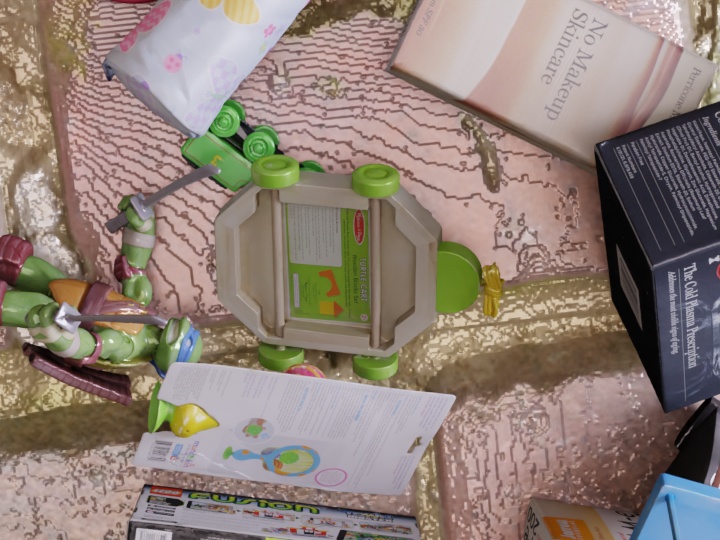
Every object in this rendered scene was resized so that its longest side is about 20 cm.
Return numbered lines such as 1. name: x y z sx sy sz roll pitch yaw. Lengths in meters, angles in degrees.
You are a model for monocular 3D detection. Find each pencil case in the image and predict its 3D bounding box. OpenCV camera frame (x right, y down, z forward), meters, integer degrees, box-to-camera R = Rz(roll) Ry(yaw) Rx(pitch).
1. pencil case: -0.080 -0.182 1.196 0.083 0.091 0.200 40 89 4

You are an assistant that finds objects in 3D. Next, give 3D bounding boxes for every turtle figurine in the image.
1. turtle figurine: -0.195 -0.007 1.190 0.193 0.200 0.144 12 66 3

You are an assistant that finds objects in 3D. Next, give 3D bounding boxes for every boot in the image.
1. boot: 0.296 0.176 1.191 0.200 0.188 0.069 38 98 7

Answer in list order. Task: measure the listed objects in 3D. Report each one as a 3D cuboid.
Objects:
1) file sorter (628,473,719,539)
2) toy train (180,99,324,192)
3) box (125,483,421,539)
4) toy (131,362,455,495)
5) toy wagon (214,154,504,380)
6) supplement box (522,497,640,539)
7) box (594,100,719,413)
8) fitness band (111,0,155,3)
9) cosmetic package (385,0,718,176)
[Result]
1. file sorter: 0.221 0.254 1.102 0.138 0.123 0.200 15 119 -7
2. toy train: -0.039 -0.045 1.244 0.200 0.042 0.056 38 103 -5
3. box: -0.058 0.187 1.229 0.199 0.110 0.035 7 95 -2
4. toy: -0.049 0.098 1.227 0.199 0.047 0.115 6 136 -20
5. toy wagon: 0.000 0.000 1.214 0.199 0.040 0.156 5 120 9
6. supplement box: 0.216 0.219 1.233 0.199 0.126 0.074 9 96 -3
7. box: 0.261 -0.020 1.167 0.182 0.200 0.104 -20 57 0
8. fitness band: -0.140 -0.280 1.219 0.143 0.037 0.200 35 94 -5
9. cosmetic package: 0.127 -0.139 1.216 0.200 0.087 0.104 24 93 -4
